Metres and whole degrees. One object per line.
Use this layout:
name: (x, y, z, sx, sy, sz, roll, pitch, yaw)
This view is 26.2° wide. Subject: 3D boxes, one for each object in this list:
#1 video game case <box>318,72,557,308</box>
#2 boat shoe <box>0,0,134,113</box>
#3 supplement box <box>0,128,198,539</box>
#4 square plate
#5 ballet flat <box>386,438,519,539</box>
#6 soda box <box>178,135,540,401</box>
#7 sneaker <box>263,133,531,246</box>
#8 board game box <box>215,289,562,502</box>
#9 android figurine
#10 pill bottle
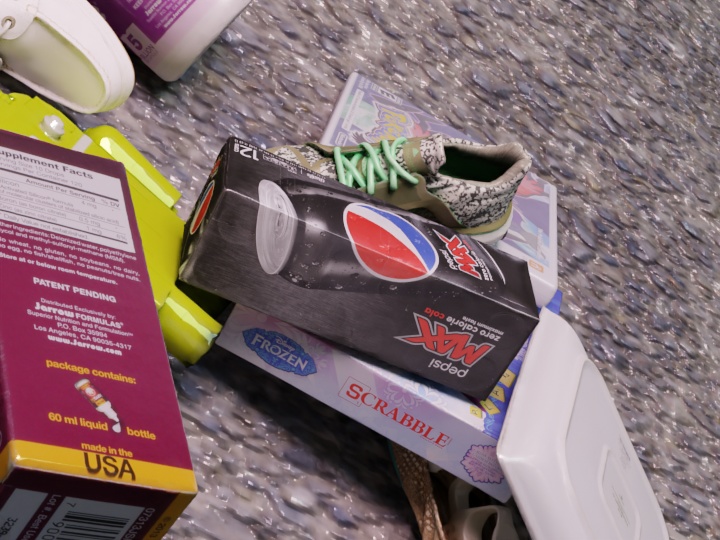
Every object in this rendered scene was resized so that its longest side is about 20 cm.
video game case: (0.057, -0.063, 1.087, 0.182, 0.023, 0.200, 29, 22, -6)
boat shoe: (-0.227, -0.152, 0.910, 0.200, 0.071, 0.069, 36, 39, -3)
supplement box: (-0.150, 0.045, 0.691, 0.085, 0.110, 0.201, 15, 38, -34)
square plate: (0.145, 0.143, 0.933, 0.201, 0.028, 0.198, 64, 23, -15)
ballet flat: (0.067, 0.147, 0.960, 0.070, 0.065, 0.201, 12, 51, -40)
soda box: (0.000, 0.000, 0.888, 0.199, 0.071, 0.063, 22, 30, -16)
sneaker: (0.017, -0.061, 0.940, 0.199, 0.089, 0.077, -3, 62, -25)
board game box: (0.027, 0.028, 0.982, 0.199, 0.041, 0.200, 29, 31, -5)
android figurine: (-0.154, -0.034, 0.874, 0.200, 0.041, 0.182, 44, 17, -9)
pill bottle: (-0.159, -0.229, 1.007, 0.200, 0.112, 0.112, 44, 37, -9)
